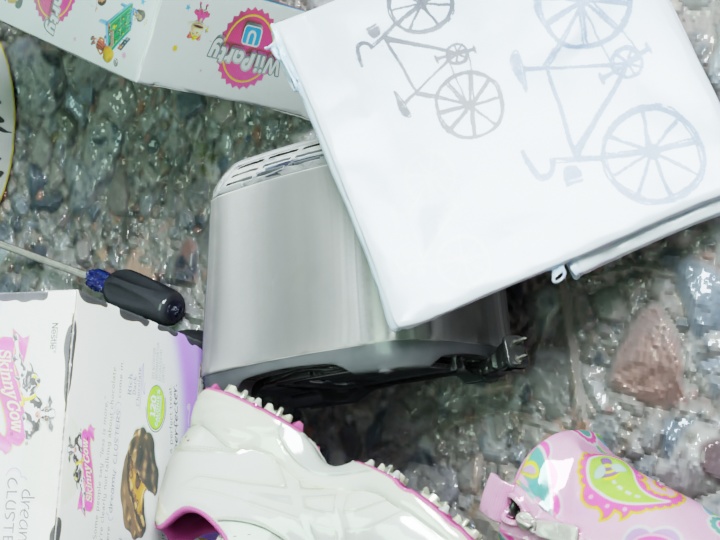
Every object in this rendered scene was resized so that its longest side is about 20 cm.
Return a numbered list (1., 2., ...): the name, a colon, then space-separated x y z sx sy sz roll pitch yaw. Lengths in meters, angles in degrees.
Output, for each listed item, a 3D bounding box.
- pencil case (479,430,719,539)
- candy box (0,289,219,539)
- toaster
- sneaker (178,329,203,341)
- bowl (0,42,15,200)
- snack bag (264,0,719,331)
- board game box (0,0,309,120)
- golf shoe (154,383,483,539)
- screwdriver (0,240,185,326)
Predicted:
1. pencil case: 0.148 0.151 0.895 0.199 0.087 0.088 34 110 37
2. candy box: -0.137 0.112 1.010 0.071 0.200 0.170 -1 77 22
3. toaster: 0.000 0.000 1.020 0.199 0.113 0.131 -13 77 43
4. sneaker: -0.138 0.121 1.165 0.200 0.071 0.083 -48 59 29
5. bowl: -0.340 -0.101 1.346 0.199 0.094 0.203 -4 84 41
6. snack bag: 0.073 -0.079 0.950 0.198 0.021 0.190 -23 70 1
7. board game box: -0.131 -0.153 1.124 0.199 0.147 0.065 26 102 39
8. golf shoe: -0.019 0.134 0.959 0.199 0.075 0.092 23 72 33
9. screwdriver: -0.188 0.001 1.241 0.199 0.029 0.028 17 99 36
